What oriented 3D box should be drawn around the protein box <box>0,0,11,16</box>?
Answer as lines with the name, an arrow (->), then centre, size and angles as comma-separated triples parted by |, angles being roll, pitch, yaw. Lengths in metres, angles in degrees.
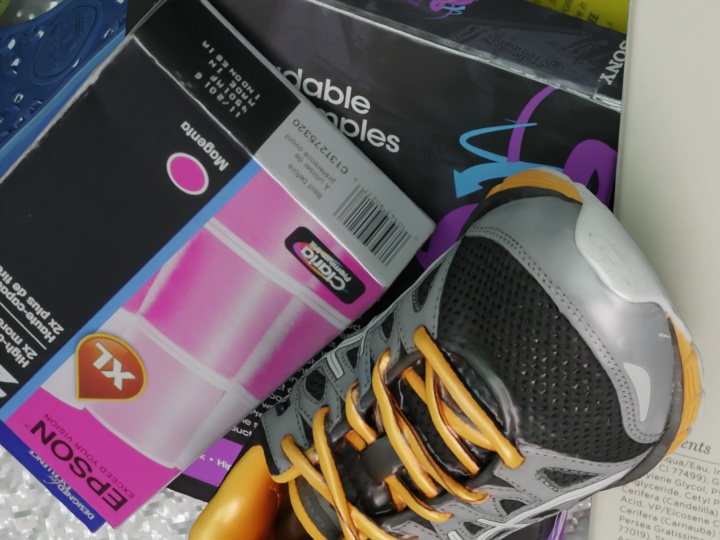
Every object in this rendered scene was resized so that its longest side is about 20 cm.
protein box -> -0.234, -0.113, 0.848 | 0.200, 0.198, 0.135 | 40, 100, 17

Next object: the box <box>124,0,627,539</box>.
box -> 0.000, 0.000, 0.847 | 0.142, 0.036, 0.201 | 20, 134, 13

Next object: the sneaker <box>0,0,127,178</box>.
sneaker -> -0.066, -0.047, 0.899 | 0.200, 0.070, 0.078 | -34, 126, 29

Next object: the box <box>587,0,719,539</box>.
box -> 0.108, -0.004, 0.770 | 0.082, 0.068, 0.201 | 14, 118, 19

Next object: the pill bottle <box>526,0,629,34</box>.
pill bottle -> 0.076, -0.118, 0.842 | 0.200, 0.112, 0.113 | 35, 99, 8

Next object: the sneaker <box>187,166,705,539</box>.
sneaker -> 0.018, 0.043, 0.760 | 0.077, 0.200, 0.078 | -30, 80, -31

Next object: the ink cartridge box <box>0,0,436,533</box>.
ink cartridge box -> -0.070, 0.010, 0.846 | 0.095, 0.037, 0.200 | 44, 138, -4
